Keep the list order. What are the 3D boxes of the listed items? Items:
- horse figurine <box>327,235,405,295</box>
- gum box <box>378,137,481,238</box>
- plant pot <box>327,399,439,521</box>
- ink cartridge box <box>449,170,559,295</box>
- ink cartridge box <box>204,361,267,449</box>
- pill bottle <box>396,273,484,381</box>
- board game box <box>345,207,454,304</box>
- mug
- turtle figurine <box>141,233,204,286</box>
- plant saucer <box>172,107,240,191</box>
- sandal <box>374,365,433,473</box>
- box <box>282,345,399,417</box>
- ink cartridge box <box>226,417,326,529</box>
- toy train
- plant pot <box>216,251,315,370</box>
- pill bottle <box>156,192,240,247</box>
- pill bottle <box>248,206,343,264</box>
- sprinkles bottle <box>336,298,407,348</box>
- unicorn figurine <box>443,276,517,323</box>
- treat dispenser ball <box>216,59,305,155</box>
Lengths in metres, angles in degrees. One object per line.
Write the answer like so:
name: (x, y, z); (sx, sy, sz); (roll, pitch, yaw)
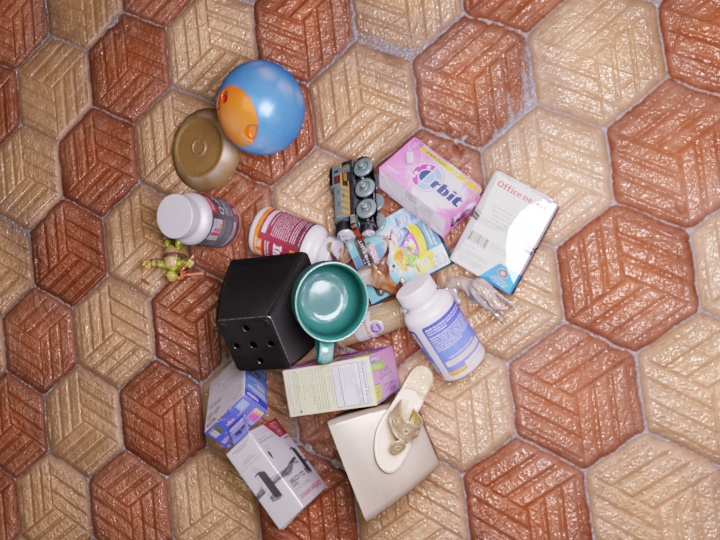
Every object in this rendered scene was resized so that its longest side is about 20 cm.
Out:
horse figurine: (0.000, 0.000, 1.409); (0.194, 0.050, 0.135); (-7, 121, 15)
gum box: (0.144, -0.170, 1.378); (0.113, 0.067, 0.199); (-41, 66, -20)
plant pot: (0.059, 0.363, 1.378); (0.174, 0.200, 0.204); (-24, 81, 2)
ink cartridge box: (0.292, -0.075, 1.351); (0.144, 0.084, 0.203); (31, 98, 18)
ink cartridge box: (-0.276, 0.295, 1.490); (0.136, 0.201, 0.076); (-43, 114, 15)
pill bottle: (0.158, 0.111, 1.347); (0.111, 0.112, 0.202); (-29, 104, 16)
board game box: (0.083, -0.040, 1.446); (0.197, 0.047, 0.154); (-28, 80, 17)
mug: (-0.075, 0.071, 1.341); (0.151, 0.114, 0.187); (39, 85, -12)
turtle figurine: (-0.449, -0.043, 1.630); (0.195, 0.064, 0.166); (-4, 80, 28)
plant saucer: (-0.385, -0.297, 1.626); (0.195, 0.035, 0.206); (0, 89, 19)
sandal: (0.087, 0.279, 1.275); (0.076, 0.070, 0.216); (26, 74, -3)
box: (-0.037, 0.232, 1.416); (0.195, 0.175, 0.100); (-11, 87, 19)
ink cartridge box: (-0.183, 0.446, 1.480); (0.084, 0.144, 0.201); (-42, 79, 14)
toy train: (-0.010, -0.153, 1.439); (0.111, 0.085, 0.205); (-15, 58, 19)
plant pot: (-0.198, 0.101, 1.431); (0.194, 0.179, 0.204); (-6, 121, 21)
pill bottle: (-0.368, -0.115, 1.529); (0.113, 0.199, 0.119); (0, 89, 19)
pill bottle: (-0.142, -0.060, 1.493); (0.196, 0.113, 0.116); (20, 96, 19)
sprinkles bottle: (0.037, 0.109, 1.450); (0.196, 0.068, 0.070); (-20, 83, 19)
unicorn figurine: (0.240, 0.052, 1.354); (0.136, 0.200, 0.075); (34, 71, 4)
treat dispenser ball: (-0.220, -0.359, 1.481); (0.195, 0.200, 0.207); (0, 89, 19)
